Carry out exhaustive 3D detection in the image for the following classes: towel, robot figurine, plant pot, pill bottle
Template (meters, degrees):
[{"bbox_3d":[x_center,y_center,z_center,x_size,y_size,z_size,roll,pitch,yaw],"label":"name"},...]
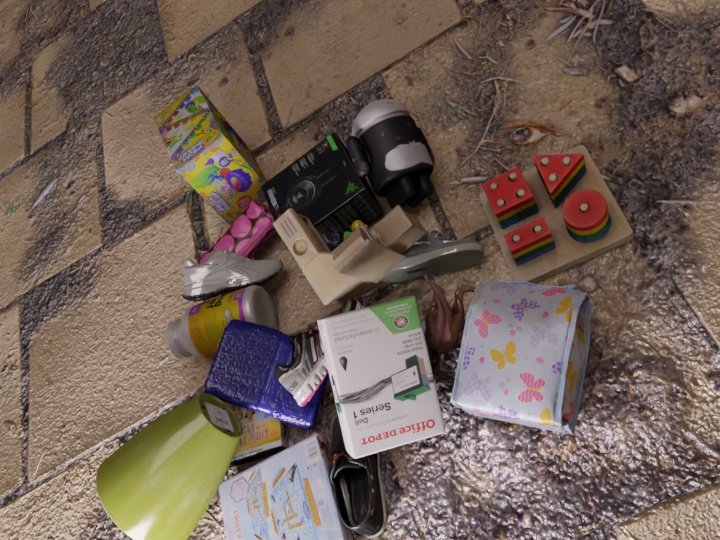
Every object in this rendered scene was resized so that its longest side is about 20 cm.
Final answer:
[{"bbox_3d":[-0.154,0.175,1.191,0.196,0.050,0.150,16,63,3],"label":"towel"},{"bbox_3d":[0.059,-0.215,1.286,0.123,0.150,0.203,-26,77,16],"label":"robot figurine"},{"bbox_3d":[-0.286,0.304,1.122,0.200,0.186,0.188,-47,51,8],"label":"plant pot"},{"bbox_3d":[-0.262,0.104,1.301,0.197,0.104,0.106,-18,55,17],"label":"pill bottle"}]

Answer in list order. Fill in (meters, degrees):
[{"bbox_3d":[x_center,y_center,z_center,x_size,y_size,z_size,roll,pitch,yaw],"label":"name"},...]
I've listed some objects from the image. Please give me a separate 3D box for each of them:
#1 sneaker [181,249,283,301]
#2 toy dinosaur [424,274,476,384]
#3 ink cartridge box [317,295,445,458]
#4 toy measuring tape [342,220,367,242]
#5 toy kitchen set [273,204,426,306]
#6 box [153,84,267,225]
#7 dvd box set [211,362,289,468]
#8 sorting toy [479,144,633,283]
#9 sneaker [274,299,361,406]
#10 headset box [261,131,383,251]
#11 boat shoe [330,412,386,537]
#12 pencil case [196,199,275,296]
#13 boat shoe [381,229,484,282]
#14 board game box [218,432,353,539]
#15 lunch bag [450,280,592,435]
[{"bbox_3d":[-0.243,-0.002,1.313,0.196,0.074,0.089,-11,82,-16],"label":"sneaker"},{"bbox_3d":[0.123,0.100,1.058,0.084,0.202,0.137,14,57,20],"label":"toy dinosaur"},{"bbox_3d":[0.029,0.153,1.015,0.143,0.084,0.204,-13,88,-10],"label":"ink cartridge box"},{"bbox_3d":[0.000,0.000,1.246,0.072,0.074,0.204,-9,65,23],"label":"toy measuring tape"},{"bbox_3d":[-0.034,-0.073,1.148,0.199,0.163,0.182,-41,71,14],"label":"toy kitchen set"},{"bbox_3d":[-0.309,-0.240,1.468,0.121,0.200,0.194,-35,52,4],"label":"box"},{"bbox_3d":[-0.200,0.238,1.236,0.144,0.029,0.203,-20,54,17],"label":"dvd box set"},{"bbox_3d":[0.308,-0.104,1.138,0.196,0.070,0.203,-25,53,13],"label":"sorting toy"},{"bbox_3d":[-0.072,0.119,1.154,0.087,0.074,0.201,33,71,2],"label":"sneaker"},{"bbox_3d":[-0.070,-0.141,1.345,0.198,0.093,0.176,-33,52,10],"label":"headset box"},{"bbox_3d":[-0.011,0.305,1.076,0.073,0.063,0.204,-26,52,15],"label":"boat shoe"},{"bbox_3d":[-0.242,-0.046,1.392,0.201,0.090,0.094,-52,17,-5],"label":"pencil case"},{"bbox_3d":[0.115,-0.034,1.200,0.197,0.070,0.073,-13,62,25],"label":"boat shoe"},{"bbox_3d":[-0.120,0.392,1.094,0.197,0.041,0.202,-28,53,11],"label":"board game box"},{"bbox_3d":[0.240,0.119,1.010,0.167,0.127,0.204,4,75,30],"label":"lunch bag"}]
